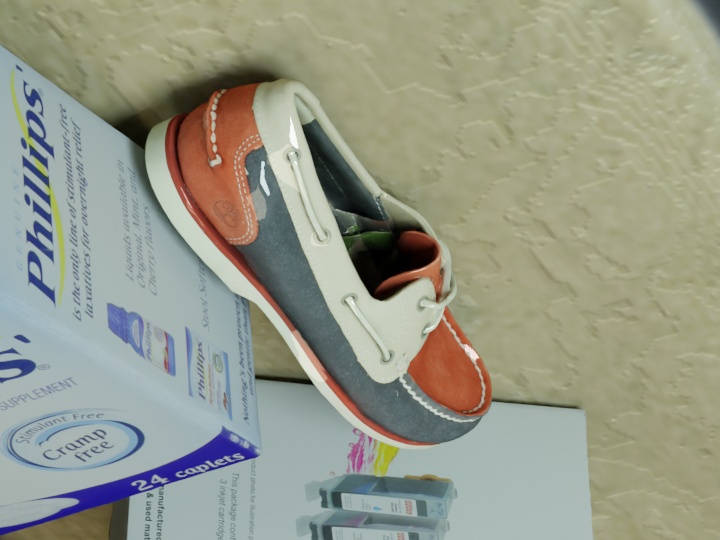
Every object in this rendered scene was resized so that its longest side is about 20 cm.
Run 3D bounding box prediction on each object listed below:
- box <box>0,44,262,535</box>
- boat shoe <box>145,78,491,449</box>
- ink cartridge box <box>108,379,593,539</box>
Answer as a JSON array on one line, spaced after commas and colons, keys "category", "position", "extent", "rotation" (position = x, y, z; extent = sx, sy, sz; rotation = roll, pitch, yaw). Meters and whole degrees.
[{"category": "box", "position": [-0.163, 0.016, 0.935], "extent": [0.183, 0.105, 0.200], "rotation": [-19, 150, 23]}, {"category": "boat shoe", "position": [0.000, 0.000, 0.971], "extent": [0.062, 0.071, 0.200], "rotation": [-22, 133, 24]}, {"category": "ink cartridge box", "position": [-0.008, 0.146, 1.097], "extent": [0.199, 0.145, 0.146], "rotation": [6, 142, -7]}]
